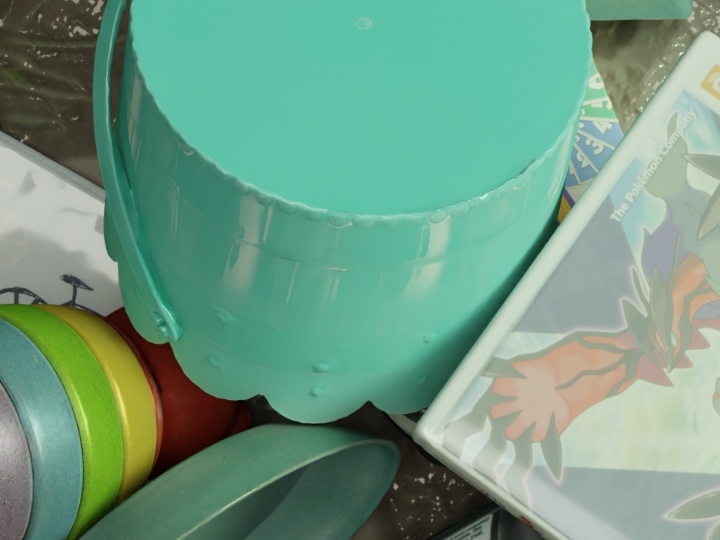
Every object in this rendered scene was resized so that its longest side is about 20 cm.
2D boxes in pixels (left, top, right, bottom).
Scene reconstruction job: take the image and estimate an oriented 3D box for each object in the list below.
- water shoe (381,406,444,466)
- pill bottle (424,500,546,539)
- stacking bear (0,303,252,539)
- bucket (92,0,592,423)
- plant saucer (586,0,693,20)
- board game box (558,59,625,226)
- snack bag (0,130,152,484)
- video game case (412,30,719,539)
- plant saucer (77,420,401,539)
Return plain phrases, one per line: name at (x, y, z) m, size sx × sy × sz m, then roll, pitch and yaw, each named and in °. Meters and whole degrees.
water shoe at (0.000, 0.000, 0.966) m, size 0.071 × 0.079 × 0.201 m, roll -23°, pitch 63°, yaw -5°
pill bottle at (0.062, 0.153, 0.907) m, size 0.200 × 0.106 × 0.106 m, roll -33°, pitch 89°, yaw 28°
stacking bear at (-0.130, 0.064, 0.898) m, size 0.121 × 0.200 × 0.114 m, roll 47°, pitch 126°, yaw 20°
bucket at (-0.007, -0.059, 0.869) m, size 0.206 × 0.135 × 0.208 m, roll 3°, pitch 57°, yaw -5°
plant saucer at (0.047, -0.145, 0.972) m, size 0.199 × 0.019 × 0.070 m, roll -1°, pitch 74°, yaw 8°
board game box at (0.079, -0.031, 0.985) m, size 0.095 × 0.030 × 0.201 m, roll -22°, pitch 92°, yaw 1°
snack bag at (-0.165, 0.042, 0.993) m, size 0.188 × 0.021 × 0.201 m, roll 30°, pitch 90°, yaw 2°
video game case at (0.149, 0.037, 0.836) m, size 0.182 × 0.023 × 0.200 m, roll 36°, pitch 79°, yaw 4°
plant saucer at (-0.072, 0.122, 0.909) m, size 0.200 × 0.200 × 0.036 m, roll -38°, pitch 72°, yaw 1°
